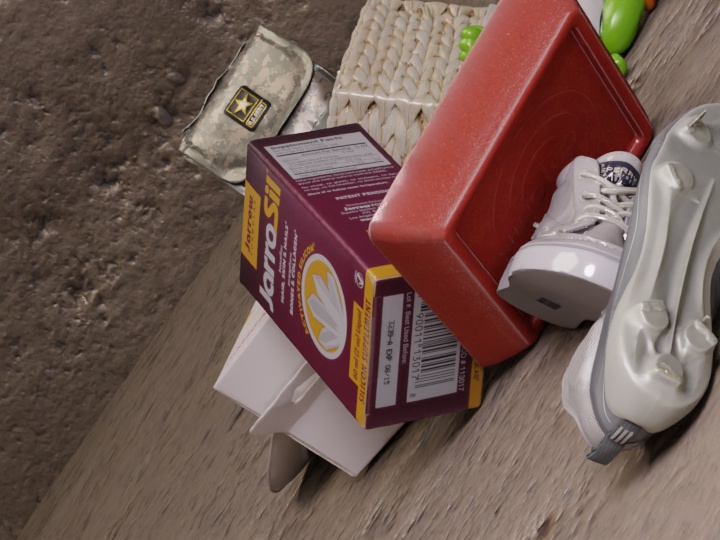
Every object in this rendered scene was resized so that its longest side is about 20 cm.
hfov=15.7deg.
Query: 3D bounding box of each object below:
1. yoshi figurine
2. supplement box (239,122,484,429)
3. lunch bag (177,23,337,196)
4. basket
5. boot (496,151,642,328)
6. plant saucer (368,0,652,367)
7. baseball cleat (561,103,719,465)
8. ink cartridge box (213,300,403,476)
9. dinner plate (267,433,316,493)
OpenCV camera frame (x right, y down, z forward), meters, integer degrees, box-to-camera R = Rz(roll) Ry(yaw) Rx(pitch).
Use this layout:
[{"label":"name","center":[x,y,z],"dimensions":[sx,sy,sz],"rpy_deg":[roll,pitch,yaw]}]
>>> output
[{"label":"yoshi figurine","center":[0.129,-0.150,1.849],"dimensions":[0.201,0.112,0.112],"rpy_deg":[-61,14,-1]},{"label":"supplement box","center":[0.000,0.000,1.674],"dimensions":[0.200,0.085,0.111],"rpy_deg":[-133,40,-52]},{"label":"lunch bag","center":[-0.074,-0.142,2.758],"dimensions":[0.165,0.199,0.118],"rpy_deg":[-57,7,0]},{"label":"basket","center":[0.044,-0.114,2.007],"dimensions":[0.200,0.123,0.136],"rpy_deg":[-70,-12,-60]},{"label":"boot","center":[0.127,-0.025,1.452],"dimensions":[0.096,0.073,0.200],"rpy_deg":[-66,7,-6]},{"label":"plant saucer","center":[0.101,-0.058,1.554],"dimensions":[0.200,0.037,0.200],"rpy_deg":[-59,-32,-11]},{"label":"baseball cleat","center":[0.141,0.005,1.269],"dimensions":[0.106,0.070,0.201],"rpy_deg":[-49,11,48]},{"label":"ink cartridge box","center":[-0.005,0.036,1.871],"dimensions":[0.129,0.125,0.200],"rpy_deg":[-52,10,41]},{"label":"dinner plate","center":[-0.028,0.081,2.049],"dimensions":[0.200,0.024,0.201],"rpy_deg":[19,-90,-79]}]
